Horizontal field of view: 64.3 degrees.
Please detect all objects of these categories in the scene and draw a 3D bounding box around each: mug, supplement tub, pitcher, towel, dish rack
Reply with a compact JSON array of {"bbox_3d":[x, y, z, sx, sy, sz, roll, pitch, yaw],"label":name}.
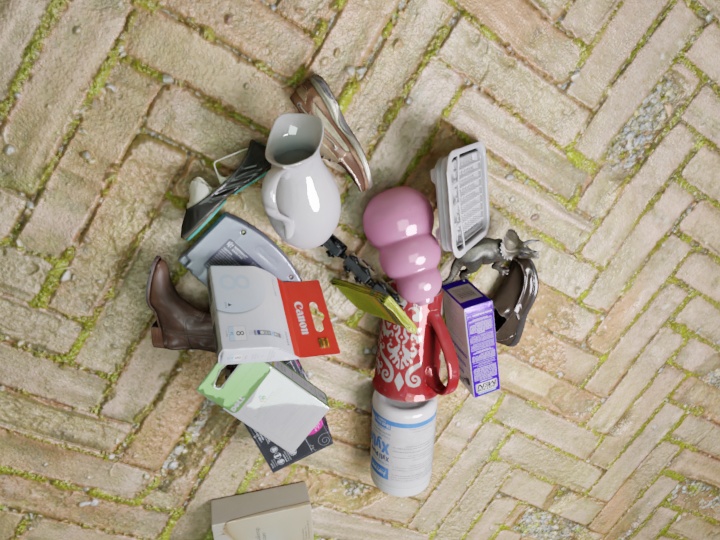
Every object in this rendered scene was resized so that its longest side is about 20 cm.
[{"bbox_3d":[0.113,0.129,1.071,0.176,0.133,0.202,9,108,22],"label":"mug"},{"bbox_3d":[0.085,0.333,1.154,0.131,0.132,0.202,-4,112,-14],"label":"supplement tub"},{"bbox_3d":[-0.101,-0.110,0.883,0.120,0.172,0.201,13,143,13],"label":"pitcher"},{"bbox_3d":[0.019,0.059,0.989,0.018,0.200,0.086,-47,116,-14],"label":"towel"},{"bbox_3d":[0.171,-0.125,0.978,0.043,0.200,0.173,2,108,30],"label":"dish rack"}]

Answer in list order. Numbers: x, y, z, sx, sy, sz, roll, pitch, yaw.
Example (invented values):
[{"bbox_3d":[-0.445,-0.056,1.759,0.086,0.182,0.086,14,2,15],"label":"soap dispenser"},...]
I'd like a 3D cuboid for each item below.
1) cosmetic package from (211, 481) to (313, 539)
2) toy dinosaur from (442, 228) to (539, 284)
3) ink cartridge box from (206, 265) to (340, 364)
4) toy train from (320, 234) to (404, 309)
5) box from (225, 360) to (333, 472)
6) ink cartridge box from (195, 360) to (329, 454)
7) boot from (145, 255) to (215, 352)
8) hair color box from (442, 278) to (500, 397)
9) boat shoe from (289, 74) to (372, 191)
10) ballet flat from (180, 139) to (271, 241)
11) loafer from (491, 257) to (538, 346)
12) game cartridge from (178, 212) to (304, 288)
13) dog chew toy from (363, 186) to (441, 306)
[{"bbox_3d":[-0.202,0.515,1.182,0.198,0.073,0.104,-9,114,-13],"label":"cosmetic package"},{"bbox_3d":[0.224,-0.029,1.063,0.198,0.078,0.102,-9,148,8],"label":"toy dinosaur"},{"bbox_3d":[-0.138,0.066,0.921,0.198,0.161,0.047,-1,140,-23],"label":"ink cartridge box"},{"bbox_3d":[0.000,0.000,1.001,0.200,0.046,0.034,43,105,7],"label":"toy train"},{"bbox_3d":[-0.153,0.243,1.061,0.131,0.115,0.201,-24,114,-3],"label":"box"},{"bbox_3d":[-0.159,0.201,0.947,0.200,0.059,0.104,39,94,-17],"label":"ink cartridge box"},{"bbox_3d":[-0.251,0.067,0.966,0.198,0.064,0.188,7,124,-1],"label":"boot"},{"bbox_3d":[0.216,0.132,1.120,0.064,0.109,0.202,-14,115,-11],"label":"hair color box"},{"bbox_3d":[-0.046,-0.213,0.933,0.071,0.076,0.201,-29,107,2],"label":"boat shoe"},{"bbox_3d":[-0.226,-0.136,0.920,0.200,0.068,0.069,-42,107,-7],"label":"ballet flat"},{"bbox_3d":[0.295,0.063,1.133,0.071,0.073,0.202,0,112,-17],"label":"loafer"},{"bbox_3d":[-0.196,0.000,0.995,0.133,0.041,0.200,-41,116,7],"label":"game cartridge"},{"bbox_3d":[0.080,-0.038,0.976,0.124,0.125,0.202,-17,82,-8],"label":"dog chew toy"}]
